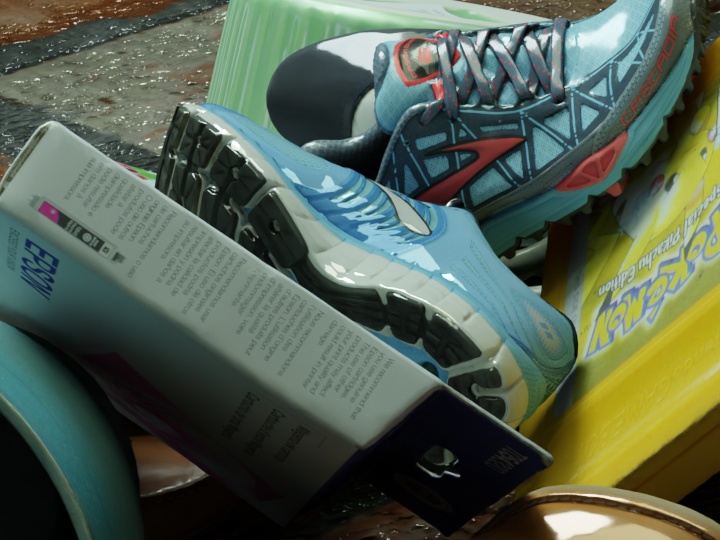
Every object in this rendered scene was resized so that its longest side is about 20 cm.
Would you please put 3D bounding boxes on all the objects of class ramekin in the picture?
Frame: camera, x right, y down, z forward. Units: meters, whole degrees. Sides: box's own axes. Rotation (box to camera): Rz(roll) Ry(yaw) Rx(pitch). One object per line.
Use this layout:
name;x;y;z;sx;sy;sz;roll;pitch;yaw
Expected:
ramekin;0.021;-0.079;1.298;0.199;0.098;0.200;9;9;-1

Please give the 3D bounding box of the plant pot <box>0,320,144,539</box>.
plant pot;-0.160;0.094;0.914;0.199;0.201;0.188;-4;8;9

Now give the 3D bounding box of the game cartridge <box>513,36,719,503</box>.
game cartridge;0.122;0.000;1.020;0.176;0.032;0.201;-44;23;41

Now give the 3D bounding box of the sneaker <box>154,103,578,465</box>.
sneaker;0.000;0.000;1.051;0.200;0.079;0.090;38;36;26

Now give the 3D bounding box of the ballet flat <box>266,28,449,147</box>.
ballet flat;0.058;-0.063;1.168;0.199;0.073;0.073;6;22;-3

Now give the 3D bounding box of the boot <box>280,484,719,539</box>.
boot;0.023;0.136;0.878;0.199;0.077;0.155;0;24;16

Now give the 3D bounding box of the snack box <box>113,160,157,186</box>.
snack box;-0.078;0.005;1.176;0.142;0.053;0.200;18;12;-13

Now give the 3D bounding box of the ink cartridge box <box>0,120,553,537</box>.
ink cartridge box;-0.042;0.040;0.961;0.043;0.200;0.196;-55;-1;-15

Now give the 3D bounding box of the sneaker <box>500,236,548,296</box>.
sneaker;0.122;0.007;1.169;0.199;0.071;0.073;-14;22;-13

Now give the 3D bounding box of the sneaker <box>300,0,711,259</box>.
sneaker;0.048;-0.059;1.079;0.200;0.095;0.079;-38;23;26

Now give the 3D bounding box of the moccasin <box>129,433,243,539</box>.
moccasin;-0.139;0.080;1.067;0.200;0.078;0.074;-5;19;-7
